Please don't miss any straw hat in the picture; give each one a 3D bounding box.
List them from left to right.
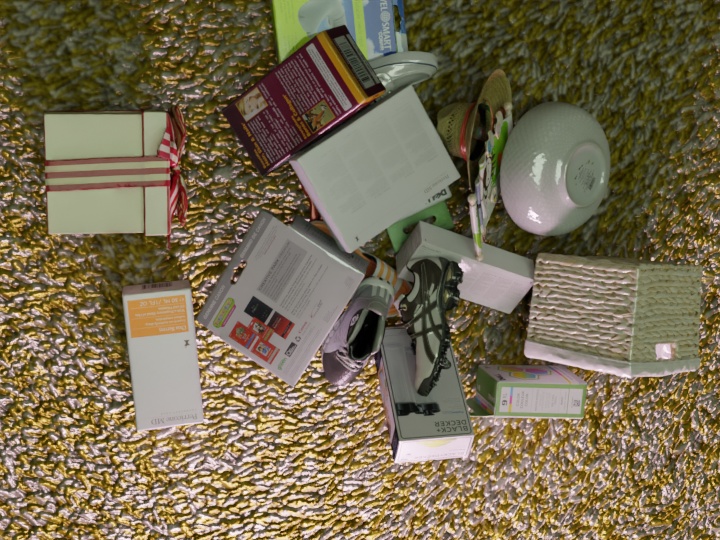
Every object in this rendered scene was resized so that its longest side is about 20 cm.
[{"bbox_3d":[0.152,-0.204,1.601,0.084,0.201,0.204,13,98,21],"label":"straw hat"}]

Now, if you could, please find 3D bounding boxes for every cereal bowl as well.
[{"bbox_3d":[0.303,-0.148,1.622,0.198,0.083,0.203,-9,105,-36],"label":"cereal bowl"}]

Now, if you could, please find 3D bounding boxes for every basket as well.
[{"bbox_3d":[0.377,0.062,1.626,0.197,0.199,0.163,1,94,-43],"label":"basket"}]

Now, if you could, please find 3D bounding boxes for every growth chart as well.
[{"bbox_3d":[0.192,-0.135,1.596,0.018,0.145,0.201,10,56,22],"label":"growth chart"}]

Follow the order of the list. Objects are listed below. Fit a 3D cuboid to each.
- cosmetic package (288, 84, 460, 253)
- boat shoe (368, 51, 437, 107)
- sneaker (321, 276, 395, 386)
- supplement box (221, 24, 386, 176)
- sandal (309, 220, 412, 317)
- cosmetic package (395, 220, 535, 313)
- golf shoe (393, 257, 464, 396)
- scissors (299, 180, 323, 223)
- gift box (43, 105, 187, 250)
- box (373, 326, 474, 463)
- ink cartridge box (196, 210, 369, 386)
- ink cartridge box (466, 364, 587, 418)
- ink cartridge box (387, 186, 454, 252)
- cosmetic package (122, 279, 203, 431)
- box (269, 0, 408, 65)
[{"bbox_3d":[0.021,-0.143,1.532,0.199,0.052,0.152,-34,103,-14],"label":"cosmetic package"},{"bbox_3d":[0.019,-0.262,1.583,0.197,0.074,0.066,-14,74,5],"label":"boat shoe"},{"bbox_3d":[-0.013,0.112,1.595,0.074,0.116,0.201,20,121,-6],"label":"sneaker"},{"bbox_3d":[-0.079,-0.234,1.516,0.199,0.086,0.111,-32,93,28],"label":"supplement box"},{"bbox_3d":[-0.005,0.006,1.632,0.206,0.059,0.079,36,93,-19],"label":"sandal"},{"bbox_3d":[0.159,-0.004,1.646,0.198,0.051,0.083,18,134,-20],"label":"cosmetic package"},{"bbox_3d":[0.089,0.079,1.581,0.093,0.078,0.203,10,80,6],"label":"golf shoe"},{"bbox_3d":[-0.060,-0.062,1.638,0.072,0.014,0.203,3,98,-11],"label":"scissors"},{"bbox_3d":[-0.328,-0.128,1.485,0.184,0.200,0.187,-2,105,-12],"label":"gift box"},{"bbox_3d":[0.091,0.179,1.617,0.115,0.202,0.060,-2,140,-10],"label":"box"},{"bbox_3d":[-0.112,0.031,1.582,0.175,0.084,0.201,33,104,-3],"label":"ink cartridge box"},{"bbox_3d":[0.238,0.186,1.691,0.197,0.104,0.060,2,99,-11],"label":"ink cartridge box"},{"bbox_3d":[0.066,-0.134,1.619,0.103,0.059,0.202,-24,102,-7],"label":"ink cartridge box"},{"bbox_3d":[-0.287,0.122,1.595,0.100,0.071,0.203,-7,101,-10],"label":"cosmetic package"},{"bbox_3d":[-0.027,-0.356,1.580,0.197,0.048,0.124,-8,101,-9],"label":"box"}]
